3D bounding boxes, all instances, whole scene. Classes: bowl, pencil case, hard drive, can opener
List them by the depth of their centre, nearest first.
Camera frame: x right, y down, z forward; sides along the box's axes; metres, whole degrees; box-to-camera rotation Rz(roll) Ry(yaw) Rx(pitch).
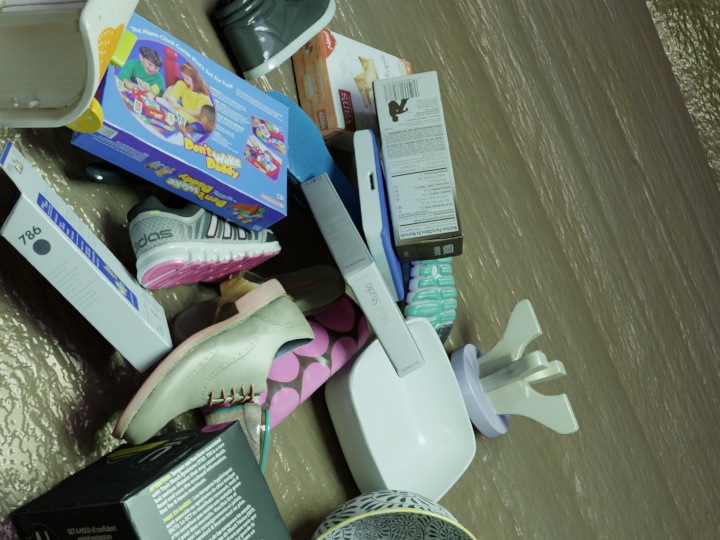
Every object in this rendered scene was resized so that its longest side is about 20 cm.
[{"bbox_3d":[-0.188,-0.109,0.815,0.200,0.079,0.063,-28,144,-58],"label":"can opener"},{"bbox_3d":[-0.080,0.089,0.851,0.094,0.091,0.200,60,40,-9],"label":"pencil case"},{"bbox_3d":[0.027,0.292,0.859,0.201,0.201,0.094,55,11,-23],"label":"bowl"},{"bbox_3d":[0.039,0.171,0.984,0.200,0.075,0.200,-28,100,-54],"label":"bowl"},{"bbox_3d":[0.024,-0.059,1.002,0.200,0.025,0.132,70,13,-66],"label":"hard drive"}]

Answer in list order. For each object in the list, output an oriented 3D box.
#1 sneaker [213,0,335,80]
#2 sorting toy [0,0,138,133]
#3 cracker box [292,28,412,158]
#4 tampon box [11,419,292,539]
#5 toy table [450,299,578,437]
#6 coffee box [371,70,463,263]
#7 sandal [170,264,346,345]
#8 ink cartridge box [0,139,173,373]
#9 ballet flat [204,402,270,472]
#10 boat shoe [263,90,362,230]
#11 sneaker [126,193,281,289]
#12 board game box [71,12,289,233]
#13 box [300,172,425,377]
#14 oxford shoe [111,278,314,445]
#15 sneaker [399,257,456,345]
[{"bbox_3d":[-0.099,-0.316,0.998,0.099,0.071,0.200,59,42,-26],"label":"sneaker"},{"bbox_3d":[-0.249,-0.207,0.684,0.107,0.200,0.180,72,28,-48],"label":"sorting toy"},{"bbox_3d":[0.002,-0.226,1.107,0.200,0.058,0.134,2,75,-52],"label":"cracker box"},{"bbox_3d":[-0.143,0.239,0.652,0.126,0.150,0.200,-30,101,-53],"label":"tampon box"},{"bbox_3d":[0.205,0.143,1.127,0.184,0.117,0.200,69,17,6],"label":"toy table"},{"bbox_3d":[0.069,-0.118,1.001,0.113,0.080,0.200,61,20,-79],"label":"coffee box"},{"bbox_3d":[-0.098,0.025,0.826,0.200,0.080,0.054,-23,130,-34],"label":"sandal"},{"bbox_3d":[-0.233,-0.011,0.685,0.200,0.039,0.099,54,-3,-24],"label":"ink cartridge box"},{"bbox_3d":[-0.121,0.211,0.755,0.067,0.068,0.200,2,101,-12],"label":"ballet flat"},{"bbox_3d":[-0.073,-0.111,0.960,0.084,0.069,0.200,-52,123,-34],"label":"boat shoe"},{"bbox_3d":[-0.151,-0.037,0.817,0.200,0.074,0.088,-8,71,-61],"label":"sneaker"},{"bbox_3d":[-0.156,-0.135,0.775,0.200,0.045,0.135,27,49,-38],"label":"board game box"},{"bbox_3d":[0.000,0.000,0.880,0.144,0.036,0.200,62,2,-36],"label":"box"},{"bbox_3d":[-0.119,0.087,0.714,0.074,0.071,0.200,46,59,5],"label":"oxford shoe"},{"bbox_3d":[0.079,0.013,1.109,0.074,0.088,0.200,2,98,-27],"label":"sneaker"}]
